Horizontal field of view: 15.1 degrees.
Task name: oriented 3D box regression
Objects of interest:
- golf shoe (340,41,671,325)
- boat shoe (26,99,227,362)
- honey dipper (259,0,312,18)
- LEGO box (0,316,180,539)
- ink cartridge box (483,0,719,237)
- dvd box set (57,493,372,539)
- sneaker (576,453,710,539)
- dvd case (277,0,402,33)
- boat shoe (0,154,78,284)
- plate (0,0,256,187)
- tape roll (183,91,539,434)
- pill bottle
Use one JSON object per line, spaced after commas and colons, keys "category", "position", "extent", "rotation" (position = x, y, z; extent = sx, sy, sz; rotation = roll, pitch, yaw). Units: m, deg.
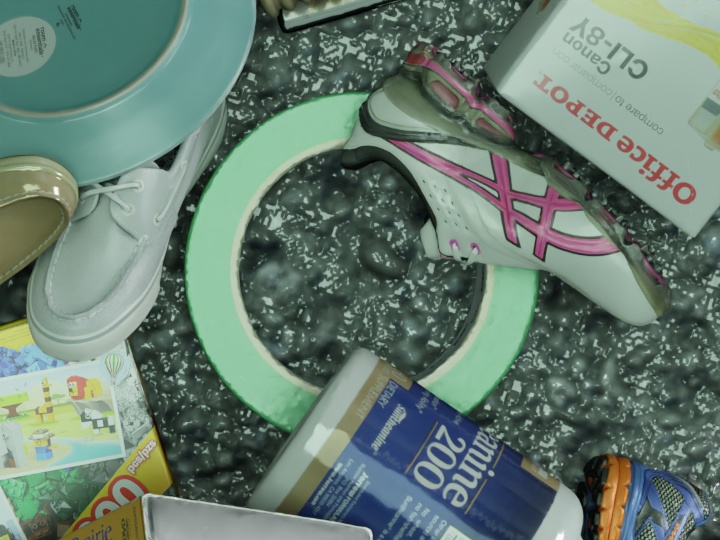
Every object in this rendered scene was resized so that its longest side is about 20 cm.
{"category": "golf shoe", "position": [0.081, -0.031, 1.488], "extent": [0.200, 0.073, 0.092], "rotation": [42, 94, 7]}
{"category": "boat shoe", "position": [-0.126, -0.043, 1.475], "extent": [0.072, 0.069, 0.200], "rotation": [20, 57, 18]}
{"category": "honey dipper", "position": [-0.107, -0.139, 1.527], "extent": [0.200, 0.038, 0.038], "rotation": [-21, 91, 5]}
{"category": "LEGO box", "position": [-0.209, 0.110, 1.510], "extent": [0.200, 0.077, 0.149], "rotation": [-18, 92, -4]}
{"category": "ink cartridge box", "position": [0.185, -0.141, 1.508], "extent": [0.145, 0.083, 0.200], "rotation": [36, 99, -9]}
{"category": "dvd box set", "position": [-0.110, 0.167, 1.418], "extent": [0.146, 0.200, 0.029], "rotation": [14, 60, -38]}
{"category": "sneaker", "position": [0.160, 0.206, 1.538], "extent": [0.078, 0.075, 0.200], "rotation": [5, 91, -7]}
{"category": "dvd case", "position": [0.031, -0.230, 1.554], "extent": [0.200, 0.018, 0.143], "rotation": [-16, 91, -4]}
{"category": "boat shoe", "position": [-0.231, 0.012, 1.432], "extent": [0.200, 0.065, 0.072], "rotation": [-30, 136, 11]}
{"category": "plate", "position": [-0.156, -0.133, 1.484], "extent": [0.200, 0.026, 0.200], "rotation": [-6, 58, 10]}
{"category": "tape roll", "position": [0.000, 0.000, 1.538], "extent": [0.200, 0.048, 0.201], "rotation": [0, 90, -4]}
{"category": "pill bottle", "position": [0.049, 0.140, 1.460], "extent": [0.200, 0.111, 0.111], "rotation": [35, 88, -1]}
